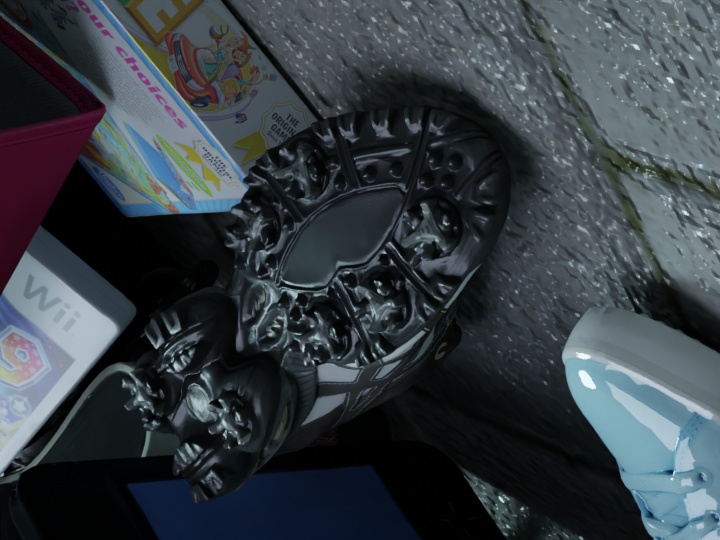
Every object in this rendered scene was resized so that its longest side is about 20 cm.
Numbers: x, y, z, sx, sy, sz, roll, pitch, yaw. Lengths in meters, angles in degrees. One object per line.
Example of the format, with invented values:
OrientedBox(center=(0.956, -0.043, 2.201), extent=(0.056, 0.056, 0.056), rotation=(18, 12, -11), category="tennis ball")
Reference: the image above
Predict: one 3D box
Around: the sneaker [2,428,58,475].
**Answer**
OrientedBox(center=(-0.157, 0.123, 1.271), extent=(0.106, 0.074, 0.201), rotation=(81, -176, -56), category="sneaker")

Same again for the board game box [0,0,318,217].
OrientedBox(center=(-0.107, -0.104, 0.910), extent=(0.200, 0.034, 0.134), rotation=(51, 160, -18), category="board game box")

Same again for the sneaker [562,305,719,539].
OrientedBox(center=(0.122, 0.101, 0.801), extent=(0.200, 0.082, 0.074), rotation=(47, 160, -7), category="sneaker")

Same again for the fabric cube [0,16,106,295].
OrientedBox(center=(-0.246, -0.021, 0.887), extent=(0.196, 0.200, 0.200), rotation=(40, -156, 15), category="fabric cube")

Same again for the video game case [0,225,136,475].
OrientedBox(center=(-0.193, 0.031, 1.034), extent=(0.143, 0.018, 0.200), rotation=(40, 126, -3), category="video game case")

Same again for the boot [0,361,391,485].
OrientedBox(center=(-0.079, 0.110, 1.079), extent=(0.200, 0.144, 0.073), rotation=(-41, 52, 38), category="boot")

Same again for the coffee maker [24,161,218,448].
OrientedBox(center=(-0.173, -0.034, 1.081), extent=(0.200, 0.135, 0.192), rotation=(47, 128, -11), category="coffee maker")

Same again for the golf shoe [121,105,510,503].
OrientedBox(center=(0.000, 0.000, 0.871), extent=(0.200, 0.094, 0.078), rotation=(-41, 74, 48), category="golf shoe")

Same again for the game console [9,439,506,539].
OrientedBox(center=(0.009, 0.094, 0.914), extent=(0.176, 0.199, 0.117), rotation=(56, 131, 36), category="game console")

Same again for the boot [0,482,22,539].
OrientedBox(center=(-0.108, 0.183, 1.024), extent=(0.164, 0.066, 0.200), rotation=(24, 123, -11), category="boot")
